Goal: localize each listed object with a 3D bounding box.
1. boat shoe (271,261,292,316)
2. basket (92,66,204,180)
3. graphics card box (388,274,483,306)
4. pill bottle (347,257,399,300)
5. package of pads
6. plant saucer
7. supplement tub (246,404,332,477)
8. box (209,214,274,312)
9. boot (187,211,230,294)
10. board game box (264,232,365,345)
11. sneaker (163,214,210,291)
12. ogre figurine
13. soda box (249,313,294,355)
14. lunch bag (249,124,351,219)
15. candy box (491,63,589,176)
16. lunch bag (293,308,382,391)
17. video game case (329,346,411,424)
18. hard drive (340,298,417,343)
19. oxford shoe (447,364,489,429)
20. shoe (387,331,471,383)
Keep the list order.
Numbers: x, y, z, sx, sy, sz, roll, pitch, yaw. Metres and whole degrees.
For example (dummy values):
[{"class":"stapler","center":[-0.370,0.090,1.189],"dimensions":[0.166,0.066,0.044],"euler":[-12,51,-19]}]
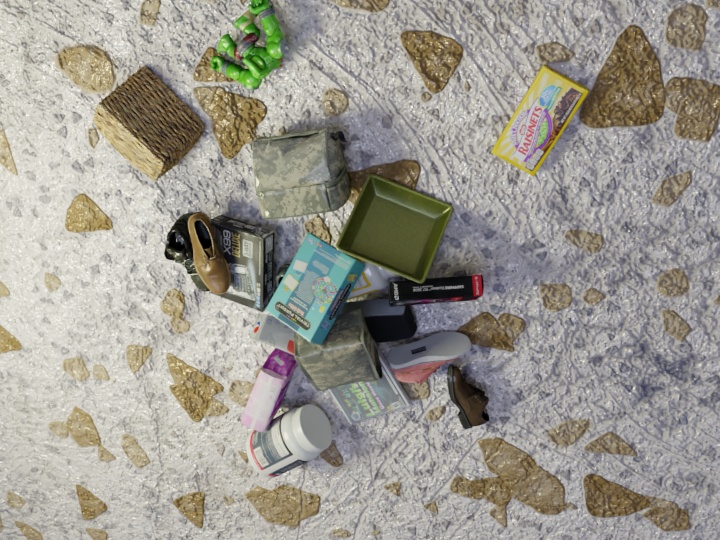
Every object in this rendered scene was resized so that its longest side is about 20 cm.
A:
[{"class":"boat shoe","center":[-0.186,0.076,1.811],"dimensions":[0.073,0.062,0.200],"euler":[16,120,7]},{"class":"basket","center":[-0.476,-0.322,1.689],"dimensions":[0.200,0.149,0.143],"euler":[43,153,-8]},{"class":"graphics card box","center":[0.160,0.045,1.627],"dimensions":[0.200,0.125,0.051],"euler":[-3,84,1]},{"class":"pill bottle","center":[0.000,0.000,1.688],"dimensions":[0.200,0.111,0.111],"euler":[-18,110,24]},{"class":"package of pads","center":[-0.230,0.303,1.909],"dimensions":[0.076,0.121,0.200],"euler":[25,122,3]},{"class":"plant saucer","center":[0.072,-0.083,1.603],"dimensions":[0.200,0.200,0.048],"euler":[22,157,4]},{"class":"supplement tub","center":[-0.186,0.444,1.958],"dimensions":[0.200,0.140,0.140],"euler":[-32,104,28]},{"class":"box","center":[-0.282,-0.017,1.780],"dimensions":[0.158,0.050,0.200],"euler":[18,122,22]},{"class":"boot","center":[-0.349,-0.031,1.721],"dimensions":[0.074,0.075,0.200],"euler":[-19,109,-10]},{"class":"board game box","center":[-0.100,0.038,1.639],"dimensions":[0.151,0.047,0.200],"euler":[31,93,34]},{"class":"sneaker","center":[-0.412,-0.023,1.798],"dimensions":[0.076,0.114,0.200],"euler":[-1,118,19]},{"class":"ogre figurine","center":[-0.221,-0.447,1.529],"dimensions":[0.200,0.098,0.120],"euler":[-39,89,18]},{"class":"soda box","center":[-0.158,0.168,1.796],"dimensions":[0.200,0.064,0.068],"euler":[25,167,-24]},{"class":"lunch bag","center":[-0.126,-0.213,1.597],"dimensions":[0.200,0.139,0.168],"euler":[-4,116,18]},{"class":"candy box","center":[0.351,-0.293,1.480],"dimensions":[0.102,0.026,0.200],"euler":[30,121,3]},{"class":"lunch bag","center":[-0.048,0.194,1.714],"dimensions":[0.164,0.118,0.200],"euler":[-13,138,6]},{"class":"video game case","center":[0.003,0.284,1.887],"dimensions":[0.182,0.023,0.200],"euler":[-22,109,26]},{"class":"hard drive","center":[0.023,0.122,1.754],"dimensions":[0.200,0.042,0.135],"euler":[-6,141,15]},{"class":"oxford shoe","center":[0.259,0.293,1.788],"dimensions":[0.084,0.073,0.200],"euler":[-14,127,19]},{"class":"shoe","center":[0.167,0.208,1.778],"dimensions":[0.200,0.072,0.091],"euler":[-15,139,7]}]
